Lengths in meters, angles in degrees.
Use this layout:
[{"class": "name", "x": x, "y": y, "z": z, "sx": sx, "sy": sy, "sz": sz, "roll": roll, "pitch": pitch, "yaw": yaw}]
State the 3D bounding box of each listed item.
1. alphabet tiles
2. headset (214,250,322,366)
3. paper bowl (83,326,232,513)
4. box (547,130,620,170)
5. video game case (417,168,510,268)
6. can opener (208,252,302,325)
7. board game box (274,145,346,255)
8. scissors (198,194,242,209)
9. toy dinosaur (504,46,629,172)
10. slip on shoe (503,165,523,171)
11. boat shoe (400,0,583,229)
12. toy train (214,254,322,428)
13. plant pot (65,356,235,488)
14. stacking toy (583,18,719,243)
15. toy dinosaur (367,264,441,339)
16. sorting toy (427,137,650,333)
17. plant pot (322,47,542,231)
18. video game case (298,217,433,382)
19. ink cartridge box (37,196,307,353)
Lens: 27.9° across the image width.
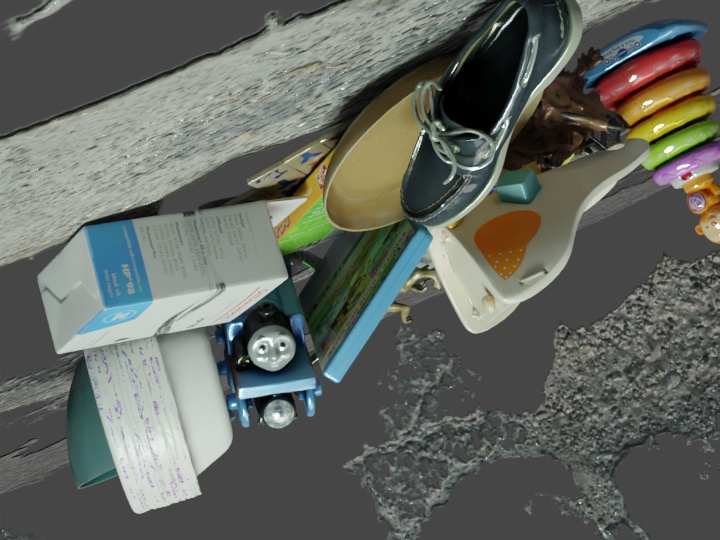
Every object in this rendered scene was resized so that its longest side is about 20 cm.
[{"class": "alphabet tiles", "x": -0.039, "y": -0.077, "z": 1.181, "sx": 0.198, "sy": 0.008, "sz": 0.167, "roll": -29, "pitch": 170, "yaw": 10}, {"class": "headset", "x": -0.114, "y": 0.041, "z": 1.470, "sx": 0.197, "sy": 0.126, "sz": 0.094, "roll": -1, "pitch": 179, "yaw": 21}, {"class": "paper bowl", "x": -0.174, "y": 0.100, "z": 1.256, "sx": 0.103, "sy": 0.203, "sz": 0.201, "roll": -15, "pitch": 172, "yaw": -8}, {"class": "box", "x": 0.185, "y": -0.067, "z": 1.456, "sx": 0.201, "sy": 0.049, "sz": 0.160, "roll": -53, "pitch": -174, "yaw": 22}, {"class": "video game case", "x": 0.063, "y": -0.060, "z": 1.400, "sx": 0.142, "sy": 0.018, "sz": 0.199, "roll": 19, "pitch": 152, "yaw": -26}, {"class": "can opener", "x": -0.152, "y": 0.021, "z": 1.404, "sx": 0.199, "sy": 0.054, "sz": 0.067, "roll": -33, "pitch": 148, "yaw": 15}, {"class": "board game box", "x": -0.013, "y": -0.067, "z": 1.200, "sx": 0.095, "sy": 0.030, "sz": 0.200, "roll": -20, "pitch": 169, "yaw": -34}, {"class": "scissors", "x": -0.066, "y": -0.064, "z": 1.229, "sx": 0.198, "sy": 0.014, "sz": 0.073, "roll": -21, "pitch": 173, "yaw": -35}, {"class": "toy dinosaur", "x": 0.137, "y": -0.123, "z": 1.220, "sx": 0.198, "sy": 0.087, "sz": 0.135, "roll": -24, "pitch": 175, "yaw": 34}, {"class": "slip on shoe", "x": 0.088, "y": -0.089, "z": 1.436, "sx": 0.061, "sy": 0.075, "sz": 0.199, "roll": 21, "pitch": 155, "yaw": -29}, {"class": "boat shoe", "x": 0.076, "y": -0.106, "z": 0.981, "sx": 0.061, "sy": 0.075, "sz": 0.200, "roll": -12, "pitch": 148, "yaw": -48}, {"class": "toy train", "x": -0.087, "y": 0.051, "z": 1.270, "sx": 0.085, "sy": 0.116, "sz": 0.201, "roll": -9, "pitch": -150, "yaw": -7}, {"class": "plant pot", "x": -0.262, "y": 0.151, "z": 1.688, "sx": 0.198, "sy": 0.136, "sz": 0.200, "roll": -24, "pitch": 173, "yaw": -3}, {"class": "stacking toy", "x": 0.282, "y": -0.115, "z": 1.285, "sx": 0.115, "sy": 0.202, "sz": 0.109, "roll": -27, "pitch": 173, "yaw": 30}, {"class": "toy dinosaur", "x": 0.023, "y": 0.005, "z": 1.412, "sx": 0.100, "sy": 0.058, "sz": 0.202, "roll": -16, "pitch": 135, "yaw": -12}, {"class": "sorting toy", "x": 0.150, "y": -0.046, "z": 1.180, "sx": 0.179, "sy": 0.108, "sz": 0.200, "roll": -31, "pitch": 174, "yaw": -8}, {"class": "plant pot", "x": 0.051, "y": -0.104, "z": 1.092, "sx": 0.198, "sy": 0.028, "sz": 0.201, "roll": -30, "pitch": 160, "yaw": -12}, {"class": "video game case", "x": 0.000, "y": 0.000, "z": 1.249, "sx": 0.144, "sy": 0.018, "sz": 0.200, "roll": -56, "pitch": -164, "yaw": 10}, {"class": "ink cartridge box", "x": -0.137, "y": 0.002, "z": 1.134, "sx": 0.198, "sy": 0.068, "sz": 0.116, "roll": -10, "pitch": 166, "yaw": -34}]
